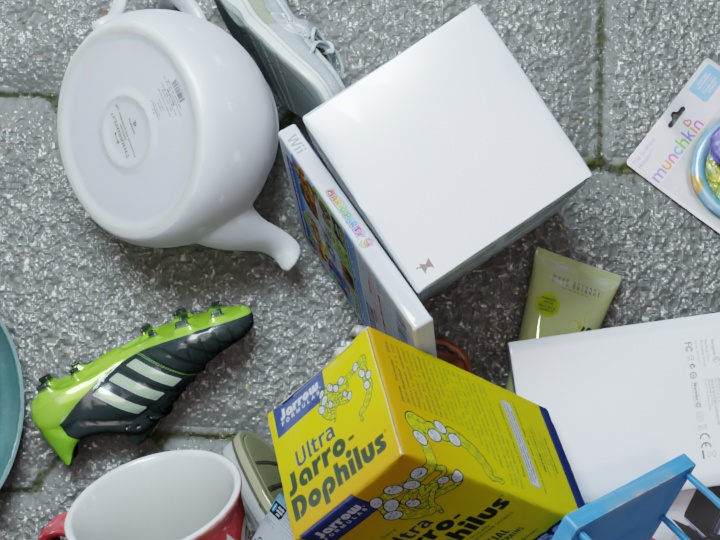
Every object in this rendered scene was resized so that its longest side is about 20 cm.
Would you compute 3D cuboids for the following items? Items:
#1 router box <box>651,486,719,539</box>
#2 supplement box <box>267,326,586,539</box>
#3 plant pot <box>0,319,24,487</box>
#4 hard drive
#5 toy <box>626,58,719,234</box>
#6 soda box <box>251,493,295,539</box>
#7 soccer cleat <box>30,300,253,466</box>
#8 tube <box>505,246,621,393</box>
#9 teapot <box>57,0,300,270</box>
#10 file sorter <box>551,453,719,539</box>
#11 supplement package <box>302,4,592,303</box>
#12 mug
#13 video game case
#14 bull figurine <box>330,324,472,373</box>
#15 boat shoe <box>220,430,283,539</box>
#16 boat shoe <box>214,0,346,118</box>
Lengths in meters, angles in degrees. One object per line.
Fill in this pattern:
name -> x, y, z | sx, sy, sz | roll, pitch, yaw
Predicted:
router box -> 0.289, 0.172, 1.051 | 0.200, 0.049, 0.180 | 27, 87, 4
supplement box -> 0.050, 0.141, 0.926 | 0.109, 0.200, 0.110 | -43, 42, 26
plant pot -> -0.383, 0.106, 1.025 | 0.134, 0.200, 0.201 | -2, 85, 29
hard drive -> 0.223, 0.108, 1.021 | 0.199, 0.027, 0.132 | -8, 84, 1
toy -> 0.335, -0.076, 1.071 | 0.200, 0.047, 0.115 | 38, 86, 4
soda box -> 0.011, 0.238, 0.957 | 0.200, 0.064, 0.069 | 32, 87, -31
soccer cleat -> -0.172, 0.091, 1.074 | 0.199, 0.068, 0.081 | -26, 102, 1
tube -> 0.149, 0.086, 1.064 | 0.052, 0.058, 0.201 | 13, 81, 41
teapot -> -0.137, -0.118, 1.049 | 0.197, 0.146, 0.201 | 24, 112, 32
file sorter -> 0.194, 0.260, 0.939 | 0.123, 0.138, 0.200 | 45, 133, 31
supplement package -> 0.063, -0.078, 1.005 | 0.150, 0.200, 0.152 | -33, 85, -1
mug -> -0.144, 0.252, 1.007 | 0.133, 0.177, 0.201 | -28, 118, -31
video game case -> 0.000, 0.000, 0.997 | 0.018, 0.143, 0.200 | -29, 61, -11
bull figurine -> 0.009, 0.136, 1.053 | 0.121, 0.065, 0.200 | 30, 76, 6
boat shoe -> -0.063, 0.225, 1.045 | 0.068, 0.075, 0.200 | -40, 70, 19
boat shoe -> -0.058, -0.188, 1.046 | 0.065, 0.075, 0.202 | -30, 42, -7
